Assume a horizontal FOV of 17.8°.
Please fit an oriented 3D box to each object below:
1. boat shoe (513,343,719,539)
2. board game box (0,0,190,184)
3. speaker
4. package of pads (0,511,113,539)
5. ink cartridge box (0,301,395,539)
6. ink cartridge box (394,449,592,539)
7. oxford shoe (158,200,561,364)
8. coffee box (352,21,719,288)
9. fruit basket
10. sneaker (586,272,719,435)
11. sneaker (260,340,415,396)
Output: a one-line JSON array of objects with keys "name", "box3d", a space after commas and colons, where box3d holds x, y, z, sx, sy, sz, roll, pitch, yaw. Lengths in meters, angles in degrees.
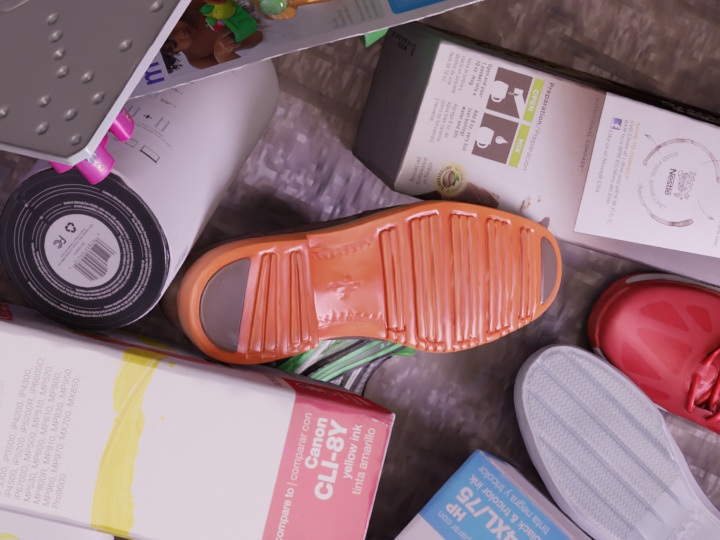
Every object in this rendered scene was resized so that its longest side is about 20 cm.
[{"name": "boat shoe", "box3d": [0.146, 0.125, 1.230, 0.073, 0.067, 0.201, -38, 95, -10]}, {"name": "board game box", "box3d": [-0.138, -0.136, 1.031, 0.201, 0.199, 0.026, -59, 139, -21]}, {"name": "speaker", "box3d": [-0.099, -0.053, 1.071, 0.080, 0.200, 0.082, 5, 117, 10]}, {"name": "package of pads", "box3d": [-0.228, 0.093, 1.148, 0.154, 0.068, 0.201, -29, 106, -3]}, {"name": "ink cartridge box", "box3d": [-0.100, 0.075, 1.052, 0.198, 0.145, 0.084, 14, 90, -12]}, {"name": "ink cartridge box", "box3d": [0.055, 0.217, 1.165, 0.146, 0.147, 0.200, 42, 91, 15]}, {"name": "oxford shoe", "box3d": [0.000, 0.000, 1.081, 0.198, 0.073, 0.072, -3, 99, -25]}, {"name": "coffee box", "box3d": [0.108, -0.059, 1.160, 0.198, 0.113, 0.081, 16, 99, -13]}, {"name": "fruit basket", "box3d": [-0.056, -0.169, 1.080, 0.198, 0.186, 0.094, -13, 140, -11]}, {"name": "sneaker", "box3d": [0.219, 0.069, 1.207, 0.199, 0.116, 0.079, 25, 96, -15]}, {"name": "sneaker", "box3d": [-0.042, 0.083, 1.178, 0.085, 0.078, 0.201, 37, 92, -17]}]
